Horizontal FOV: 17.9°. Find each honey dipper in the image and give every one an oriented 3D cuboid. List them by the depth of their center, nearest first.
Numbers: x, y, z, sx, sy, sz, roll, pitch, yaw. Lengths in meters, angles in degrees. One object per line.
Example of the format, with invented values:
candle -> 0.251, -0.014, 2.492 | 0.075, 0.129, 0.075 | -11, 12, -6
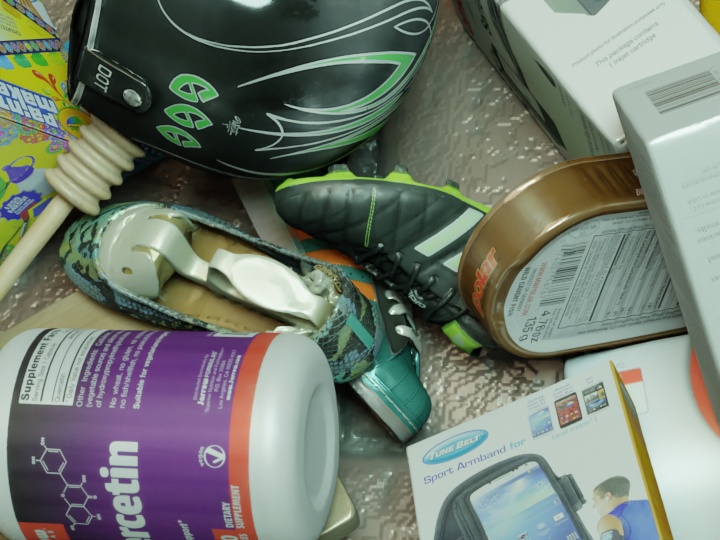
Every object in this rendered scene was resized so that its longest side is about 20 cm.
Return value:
honey dipper -> -0.193, 0.001, 1.239 | 0.038, 0.038, 0.200 | 41, 92, 26

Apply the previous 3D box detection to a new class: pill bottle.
pill bottle -> -0.116, 0.086, 1.156 | 0.199, 0.113, 0.113 | 0, 66, 14

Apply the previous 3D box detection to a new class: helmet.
helmet -> -0.052, -0.145, 1.217 | 0.190, 0.200, 0.201 | 10, 65, -12

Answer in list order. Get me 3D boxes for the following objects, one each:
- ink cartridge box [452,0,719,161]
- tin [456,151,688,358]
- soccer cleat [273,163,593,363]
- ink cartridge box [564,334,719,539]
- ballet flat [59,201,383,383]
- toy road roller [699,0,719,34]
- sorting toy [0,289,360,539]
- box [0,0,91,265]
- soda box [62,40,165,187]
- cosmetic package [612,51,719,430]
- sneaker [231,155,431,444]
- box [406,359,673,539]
ink cartridge box -> 0.125, -0.128, 1.259 | 0.084, 0.146, 0.200 | -34, 63, -3
tin -> 0.143, -0.009, 1.189 | 0.199, 0.112, 0.042 | -9, 50, -29
soccer cleat -> 0.046, -0.002, 1.223 | 0.199, 0.067, 0.082 | 15, 74, -19
ink cartridge box -> 0.198, 0.126, 1.179 | 0.161, 0.050, 0.201 | -11, 60, 8
ballet flat -> -0.080, -0.001, 1.213 | 0.199, 0.074, 0.075 | 17, 70, 21
toy road roller -> 0.263, -0.101, 1.235 | 0.145, 0.123, 0.201 | -9, 62, 25
sorting toy -> -0.124, 0.111, 1.248 | 0.199, 0.070, 0.199 | -29, 62, -1
box -> -0.277, -0.087, 1.308 | 0.200, 0.122, 0.193 | -39, 61, 21
soda box -> -0.100, -0.126, 1.356 | 0.199, 0.064, 0.068 | -29, 62, -1
cosmetic package -> 0.189, 0.004, 1.097 | 0.071, 0.201, 0.102 | -19, 19, 3
sneaker -> 0.000, 0.000, 1.270 | 0.080, 0.071, 0.201 | -31, 62, 2
box -> 0.088, 0.121, 1.120 | 0.119, 0.042, 0.200 | -24, 33, 10
